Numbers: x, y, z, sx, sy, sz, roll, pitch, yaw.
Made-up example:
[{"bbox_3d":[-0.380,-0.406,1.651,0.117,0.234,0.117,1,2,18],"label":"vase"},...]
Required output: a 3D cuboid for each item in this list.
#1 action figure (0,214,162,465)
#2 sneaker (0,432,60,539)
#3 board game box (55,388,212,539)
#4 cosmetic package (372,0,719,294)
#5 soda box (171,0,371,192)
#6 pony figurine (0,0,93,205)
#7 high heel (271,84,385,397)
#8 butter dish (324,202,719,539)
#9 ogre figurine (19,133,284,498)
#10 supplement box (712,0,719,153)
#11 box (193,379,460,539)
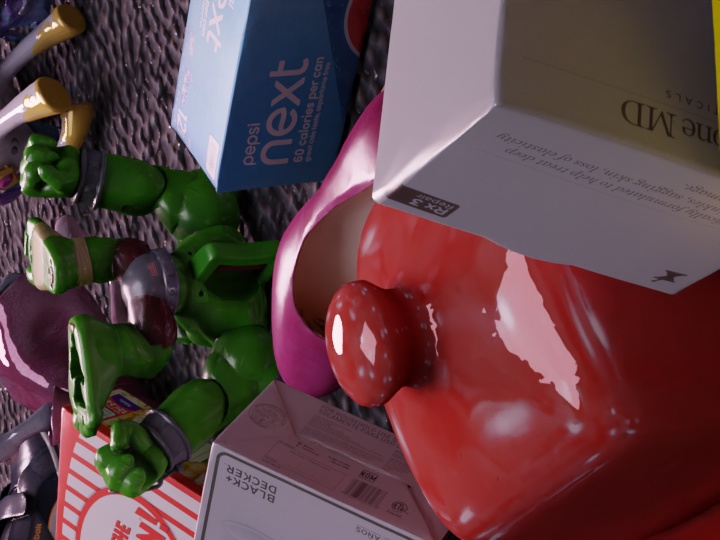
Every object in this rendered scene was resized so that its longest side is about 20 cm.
[{"bbox_3d":[-0.153,0.085,1.212,0.149,0.134,0.200,-51,50,-4],"label":"action figure"},{"bbox_3d":[-0.234,0.200,1.380,0.078,0.079,0.200,-48,52,57],"label":"sneaker"},{"bbox_3d":[-0.089,0.173,1.064,0.200,0.046,0.152,25,119,39],"label":"board game box"},{"bbox_3d":[0.076,-0.105,0.601,0.081,0.113,0.200,-39,42,56],"label":"cosmetic package"},{"bbox_3d":[-0.036,-0.139,0.928,0.064,0.068,0.200,53,140,44],"label":"soda box"},{"bbox_3d":[-0.265,-0.115,1.322,0.200,0.166,0.193,-46,62,38],"label":"pony figurine"},{"bbox_3d":[0.000,0.000,0.864,0.096,0.067,0.200,-77,13,-55],"label":"high heel"},{"bbox_3d":[0.058,0.018,0.692,0.200,0.148,0.200,-48,53,56],"label":"butter dish"},{"bbox_3d":[-0.106,0.017,1.043,0.098,0.120,0.200,105,148,-43],"label":"ogre figurine"},{"bbox_3d":[0.165,-0.065,0.504,0.109,0.109,0.201,4,99,63],"label":"supplement box"},{"bbox_3d":[-0.023,0.164,0.915,0.116,0.060,0.200,22,124,16],"label":"box"}]
